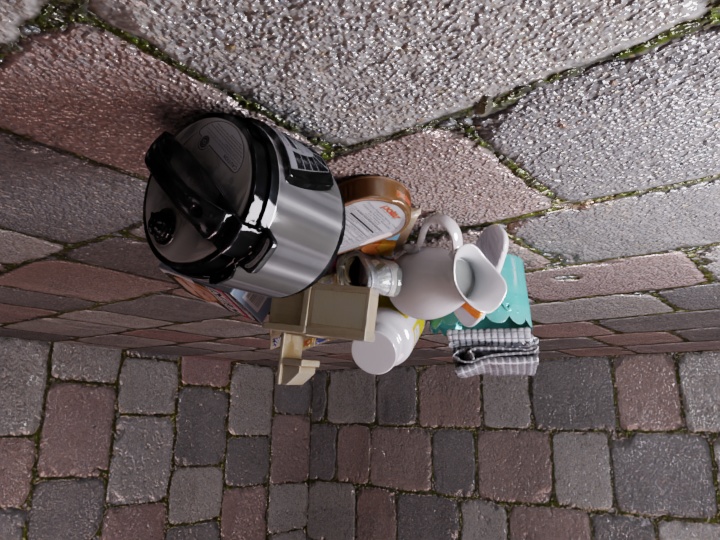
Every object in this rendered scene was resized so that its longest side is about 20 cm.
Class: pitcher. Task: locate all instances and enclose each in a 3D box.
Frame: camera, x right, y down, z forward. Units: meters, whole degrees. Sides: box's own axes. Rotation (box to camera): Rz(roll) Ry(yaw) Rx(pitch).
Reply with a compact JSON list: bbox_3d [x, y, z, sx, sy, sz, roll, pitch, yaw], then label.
[{"bbox_3d":[0.117,-0.004,0.961,0.121,0.172,0.200,-34,-168,-30],"label":"pitcher"}]

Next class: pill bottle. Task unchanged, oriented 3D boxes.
[{"bbox_3d":[0.052,0.107,1.076,0.110,0.112,0.200,-4,-164,20],"label":"pill bottle"}]

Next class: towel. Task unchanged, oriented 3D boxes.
[{"bbox_3d":[0.258,0.165,1.144,0.164,0.086,0.200,-3,166,13],"label":"towel"}]

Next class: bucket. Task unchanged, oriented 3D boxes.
[{"bbox_3d":[0.229,0.052,1.148,0.205,0.136,0.207,0,165,0],"label":"bucket"}]

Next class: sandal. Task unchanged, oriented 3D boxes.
[{"bbox_3d":[0.216,0.013,0.989,0.059,0.079,0.208,-9,136,-29],"label":"sandal"}]

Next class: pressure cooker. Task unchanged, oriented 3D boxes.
[{"bbox_3d":[-0.130,-0.066,0.628,0.175,0.180,0.200,-4,166,32],"label":"pressure cooker"}]

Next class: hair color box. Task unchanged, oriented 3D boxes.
[{"bbox_3d":[-0.249,0.019,1.029,0.199,0.061,0.099,16,154,36],"label":"hair color box"}]

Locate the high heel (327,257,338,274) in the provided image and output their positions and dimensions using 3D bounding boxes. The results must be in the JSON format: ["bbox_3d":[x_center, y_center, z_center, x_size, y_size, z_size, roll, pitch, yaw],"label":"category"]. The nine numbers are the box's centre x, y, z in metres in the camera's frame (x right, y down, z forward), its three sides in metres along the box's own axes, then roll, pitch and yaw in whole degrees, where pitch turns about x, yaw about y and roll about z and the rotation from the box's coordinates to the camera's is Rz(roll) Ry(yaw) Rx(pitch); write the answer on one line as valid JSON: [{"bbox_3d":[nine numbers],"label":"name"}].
[{"bbox_3d":[-0.078,0.020,1.125,0.067,0.097,0.200,2,166,-5],"label":"high heel"}]

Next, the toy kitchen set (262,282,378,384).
[{"bbox_3d":[-0.042,0.116,0.974,0.179,0.165,0.200,4,172,22],"label":"toy kitchen set"}]

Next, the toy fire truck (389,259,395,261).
[{"bbox_3d":[0.019,0.026,1.239,0.199,0.049,0.141,-9,163,31],"label":"toy fire truck"}]

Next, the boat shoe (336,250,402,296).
[{"bbox_3d":[0.000,0.002,1.012,0.064,0.075,0.202,3,-169,-26],"label":"boat shoe"}]

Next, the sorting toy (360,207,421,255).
[{"bbox_3d":[-0.012,-0.059,0.932,0.183,0.037,0.200,2,166,-6],"label":"sorting toy"}]

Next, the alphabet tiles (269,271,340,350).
[{"bbox_3d":[-0.084,0.082,1.128,0.199,0.167,0.006,-17,-140,-33],"label":"alphabet tiles"}]

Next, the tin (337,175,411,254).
[{"bbox_3d":[-0.023,-0.069,0.817,0.199,0.042,0.112,-17,151,28],"label":"tin"}]
